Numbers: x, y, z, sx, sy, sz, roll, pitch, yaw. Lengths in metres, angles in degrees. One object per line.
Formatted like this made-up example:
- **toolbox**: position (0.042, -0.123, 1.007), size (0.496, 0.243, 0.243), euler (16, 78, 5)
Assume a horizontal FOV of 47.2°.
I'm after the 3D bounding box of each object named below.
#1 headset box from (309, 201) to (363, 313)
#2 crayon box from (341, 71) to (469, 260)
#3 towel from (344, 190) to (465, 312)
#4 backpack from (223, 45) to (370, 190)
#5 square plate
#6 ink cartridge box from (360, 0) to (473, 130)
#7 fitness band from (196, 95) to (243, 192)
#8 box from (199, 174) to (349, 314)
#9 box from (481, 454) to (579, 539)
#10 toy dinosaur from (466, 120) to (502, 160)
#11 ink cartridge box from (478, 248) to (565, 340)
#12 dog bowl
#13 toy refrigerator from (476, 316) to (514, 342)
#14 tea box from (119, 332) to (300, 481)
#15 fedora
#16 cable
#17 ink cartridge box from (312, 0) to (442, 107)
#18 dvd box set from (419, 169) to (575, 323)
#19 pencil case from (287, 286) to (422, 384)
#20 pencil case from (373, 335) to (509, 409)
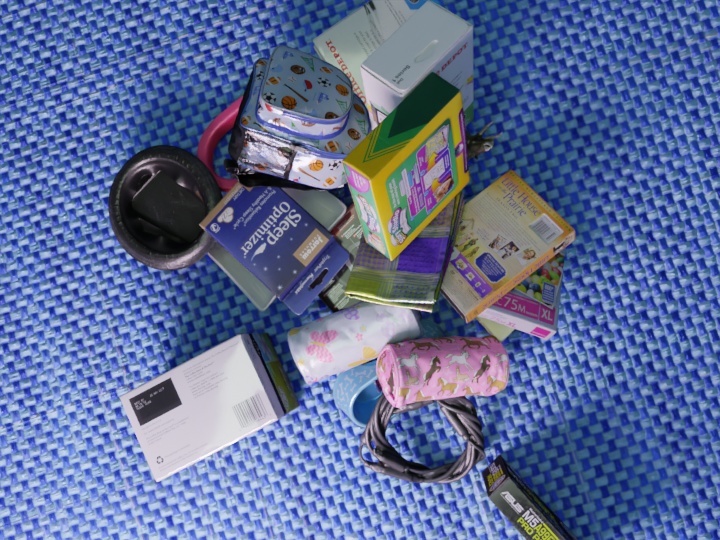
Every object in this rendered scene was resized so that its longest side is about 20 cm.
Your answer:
- **headset box**: position (0.000, 0.000, 1.274), size (0.149, 0.077, 0.200), euler (-44, 84, 2)
- **crayon box**: position (0.067, -0.133, 1.106), size (0.058, 0.201, 0.172), euler (38, 74, 27)
- **towel**: position (0.064, -0.041, 1.186), size (0.141, 0.023, 0.203), euler (8, 61, 19)
- **backpack**: position (-0.079, -0.214, 1.183), size (0.188, 0.154, 0.203), euler (20, 53, -16)
- **square plate**: position (-0.136, -0.064, 1.274), size (0.201, 0.028, 0.198), euler (-50, 53, 0)
- **ink cartridge box**: position (0.085, -0.249, 1.157), size (0.084, 0.201, 0.145), euler (38, 74, 23)
- **fitness band**: position (-0.167, -0.207, 1.297), size (0.199, 0.037, 0.144), euler (-38, 69, 1)
- **box**: position (-0.123, -0.046, 1.195), size (0.199, 0.032, 0.121), euler (41, 83, 11)
- **box**: position (0.262, 0.371, 1.198), size (0.044, 0.160, 0.200), euler (-43, 85, 3)
- **toy dinosaur**: position (0.111, -0.195, 1.284), size (0.197, 0.077, 0.103), euler (21, 70, 18)
- **ink cartridge box**: position (0.242, -0.011, 1.222), size (0.117, 0.042, 0.203), euler (18, 61, -10)
- **dog bowl**: position (0.053, 0.161, 1.246), size (0.199, 0.050, 0.112), euler (-35, 127, 1)
- **toy refrigerator**: position (0.163, 0.016, 1.261), size (0.070, 0.076, 0.200), euler (-43, 86, 2)
- **tea box**: position (-0.215, 0.194, 1.224), size (0.197, 0.197, 0.135), euler (-27, 85, 4)
- **fedora**: position (-0.293, -0.092, 1.291), size (0.196, 0.092, 0.205), euler (-2, 82, 12)
- **cable**: position (0.102, 0.246, 1.245), size (0.197, 0.051, 0.166), euler (18, 100, -13)
- **ink cartridge box**: position (0.046, -0.339, 1.278), size (0.198, 0.084, 0.147), euler (-32, 87, 3)
- **dvd box set**: position (0.186, -0.039, 1.183), size (0.199, 0.030, 0.147), euler (-37, 58, -6)
- **pencil case**: position (-0.008, 0.088, 1.194), size (0.197, 0.083, 0.092), euler (-25, 68, 3)
- **pencil case**: position (0.120, 0.143, 1.181), size (0.196, 0.083, 0.088), euler (-3, 128, -25)
